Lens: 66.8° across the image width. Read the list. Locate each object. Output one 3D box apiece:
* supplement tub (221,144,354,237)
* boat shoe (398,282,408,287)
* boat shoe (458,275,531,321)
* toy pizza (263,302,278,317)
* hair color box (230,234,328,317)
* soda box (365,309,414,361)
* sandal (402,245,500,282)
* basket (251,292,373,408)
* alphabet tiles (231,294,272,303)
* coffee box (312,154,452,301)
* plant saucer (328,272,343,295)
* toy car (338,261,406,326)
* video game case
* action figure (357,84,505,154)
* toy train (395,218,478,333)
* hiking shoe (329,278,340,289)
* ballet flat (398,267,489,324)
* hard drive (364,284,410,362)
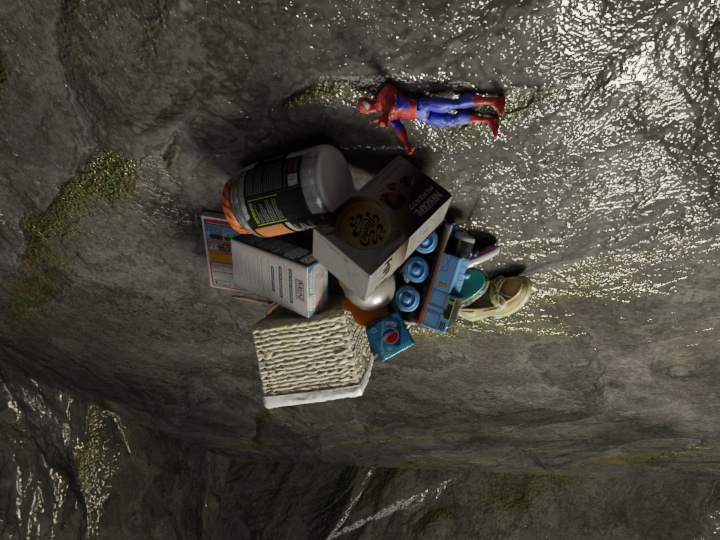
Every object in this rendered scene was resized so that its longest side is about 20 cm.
[{"bbox_3d":[-0.119,-0.123,0.881,0.197,0.125,0.123,-8,146,27],"label":"supplement tub"},{"bbox_3d":[0.129,0.057,1.171,0.069,0.072,0.199,17,152,-27],"label":"boat shoe"},{"bbox_3d":[0.266,0.055,1.132,0.062,0.075,0.200,20,156,-27],"label":"boat shoe"},{"bbox_3d":[-0.119,0.106,1.229,0.196,0.032,0.201,-3,153,-1],"label":"toy pizza"},{"bbox_3d":[-0.151,0.002,1.013,0.198,0.060,0.102,20,122,33],"label":"hair color box"},{"bbox_3d":[0.052,0.118,1.025,0.067,0.065,0.200,-29,176,-1],"label":"soda box"},{"bbox_3d":[0.165,-0.022,1.041,0.200,0.082,0.051,-18,99,28],"label":"sandal"},{"bbox_3d":[-0.090,0.149,1.071,0.196,0.164,0.198,-11,-172,10],"label":"basket"},{"bbox_3d":[-0.196,0.081,1.286,0.197,0.006,0.165,15,173,-31],"label":"alphabet tiles"},{"bbox_3d":[0.034,-0.068,0.828,0.113,0.200,0.080,39,153,16],"label":"coffee box"},{"bbox_3d":[-0.062,0.022,1.122,0.070,0.019,0.199,-45,144,21],"label":"plant saucer"},{"bbox_3d":[0.000,0.000,0.978,0.173,0.203,0.185,11,150,-3],"label":"toy car"},{"bbox_3d":[-0.250,-0.030,1.131,0.140,0.018,0.202,9,135,1],"label":"video game case"},{"bbox_3d":[0.089,-0.196,0.729,0.196,0.100,0.066,9,150,6],"label":"action figure"},{"bbox_3d":[0.136,0.008,0.971,0.112,0.204,0.087,19,-173,15],"label":"toy train"},{"bbox_3d":[-0.115,0.041,1.207,0.198,0.077,0.100,-18,137,38],"label":"hiking shoe"},{"bbox_3d":[0.166,0.053,1.058,0.198,0.075,0.074,-24,138,29],"label":"ballet flat"},{"bbox_3d":[0.017,0.109,1.161,0.139,0.033,0.200,44,109,-1],"label":"hard drive"}]
